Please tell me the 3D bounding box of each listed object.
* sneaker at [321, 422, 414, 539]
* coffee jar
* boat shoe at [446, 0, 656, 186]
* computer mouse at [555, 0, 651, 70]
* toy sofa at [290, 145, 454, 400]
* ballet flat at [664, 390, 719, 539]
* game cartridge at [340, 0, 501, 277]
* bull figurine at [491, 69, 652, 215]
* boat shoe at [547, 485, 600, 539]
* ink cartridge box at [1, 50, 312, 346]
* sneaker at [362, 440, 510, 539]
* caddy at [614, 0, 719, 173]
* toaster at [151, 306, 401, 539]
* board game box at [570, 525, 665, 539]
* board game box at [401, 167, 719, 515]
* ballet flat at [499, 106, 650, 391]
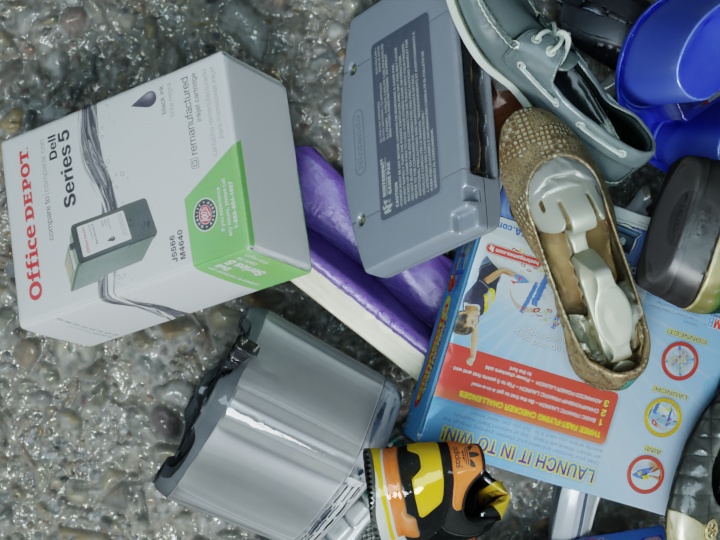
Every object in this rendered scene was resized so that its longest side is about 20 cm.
[{"bbox_3d":[0.020,0.195,1.275,0.091,0.078,0.200,40,100,-19],"label":"sneaker"},{"bbox_3d":[0.287,-0.003,1.117,0.200,0.085,0.104,18,86,0],"label":"coffee jar"},{"bbox_3d":[0.131,-0.144,1.149,0.062,0.073,0.200,-22,108,47],"label":"boat shoe"},{"bbox_3d":[0.143,-0.202,1.221,0.200,0.034,0.059,28,78,-5],"label":"computer mouse"},{"bbox_3d":[0.000,0.000,1.237,0.200,0.083,0.098,38,98,-2],"label":"toy sofa"},{"bbox_3d":[0.266,0.112,1.155,0.057,0.066,0.200,22,76,40],"label":"ballet flat"},{"bbox_3d":[0.038,-0.102,1.184,0.041,0.133,0.200,9,68,-32],"label":"game cartridge"},{"bbox_3d":[0.141,-0.086,1.230,0.121,0.065,0.200,-11,101,-3],"label":"bull figurine"},{"bbox_3d":[0.190,0.117,1.247,0.067,0.074,0.200,14,96,2],"label":"boat shoe"},{"bbox_3d":[-0.146,-0.045,1.182,0.200,0.084,0.146,-18,70,26],"label":"ink cartridge box"},{"bbox_3d":[0.062,0.175,1.155,0.090,0.200,0.070,-11,58,7],"label":"sneaker"},{"bbox_3d":[0.276,-0.148,1.197,0.200,0.105,0.142,-34,108,-10],"label":"caddy"},{"bbox_3d":[-0.057,0.113,1.208,0.129,0.114,0.200,26,141,-7],"label":"toaster"},{"bbox_3d":[0.164,0.294,1.256,0.152,0.045,0.200,-9,114,3],"label":"board game box"},{"bbox_3d":[0.153,0.051,1.180,0.200,0.056,0.196,18,90,-10],"label":"board game box"},{"bbox_3d":[0.148,-0.015,1.115,0.070,0.065,0.200,-24,96,-8],"label":"ballet flat"}]
